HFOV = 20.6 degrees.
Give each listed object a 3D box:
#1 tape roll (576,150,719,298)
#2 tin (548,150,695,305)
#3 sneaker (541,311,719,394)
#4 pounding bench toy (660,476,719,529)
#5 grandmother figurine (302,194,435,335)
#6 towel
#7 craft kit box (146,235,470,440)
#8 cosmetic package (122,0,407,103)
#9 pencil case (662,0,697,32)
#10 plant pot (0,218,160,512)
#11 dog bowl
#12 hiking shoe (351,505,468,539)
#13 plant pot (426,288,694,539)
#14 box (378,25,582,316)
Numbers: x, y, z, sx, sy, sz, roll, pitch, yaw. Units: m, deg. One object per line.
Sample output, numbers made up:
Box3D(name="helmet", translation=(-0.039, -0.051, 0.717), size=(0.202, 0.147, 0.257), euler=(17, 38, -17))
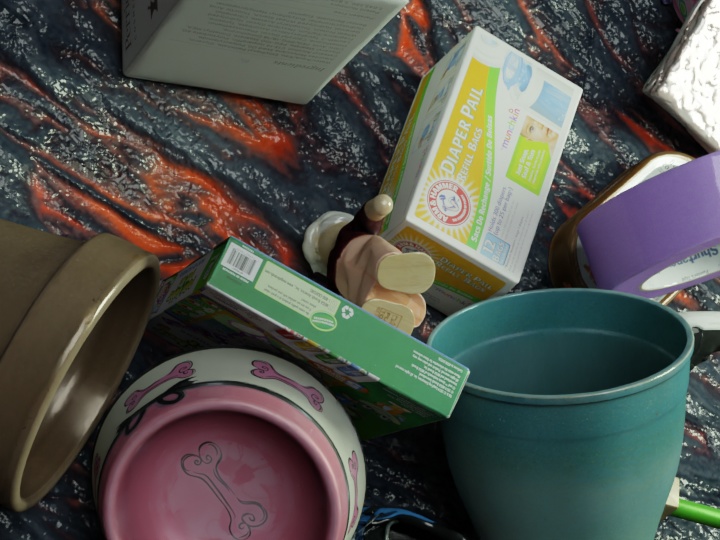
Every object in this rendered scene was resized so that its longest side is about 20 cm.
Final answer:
Box3D(name="tape roll", translation=(0.278, -0.039, 1.596), size=(0.199, 0.200, 0.066), euler=(-14, 76, -30))
Box3D(name="tin", translation=(0.245, -0.027, 1.715), size=(0.112, 0.042, 0.200), euler=(48, 58, 3))
Box3D(name="sneaker", translation=(0.231, 0.094, 1.625), size=(0.198, 0.073, 0.113), euler=(-4, 87, -5))
Box3D(name="pounding bench toy", translation=(0.312, 0.249, 1.586), size=(0.155, 0.124, 0.201), euler=(-9, 74, -29))
Box3D(name="grandmother figurine", translation=(0.000, 0.000, 1.506), size=(0.060, 0.200, 0.122), euler=(28, 97, -20))
Box3D(name="towel", translation=(0.368, -0.185, 1.785), size=(0.191, 0.032, 0.201), euler=(37, 80, -24))
Box3D(name="craft kit box", translation=(-0.046, 0.055, 1.442), size=(0.199, 0.197, 0.049), euler=(29, 74, -13))
Box3D(name="cosmetic package", translation=(-0.079, -0.251, 1.536), size=(0.164, 0.200, 0.166), euler=(7, 68, -24))
Box3D(name="pencil case", translation=(0.385, -0.256, 1.848), size=(0.199, 0.087, 0.088), euler=(-4, 72, -27))
Box3D(name="plant pot", translation=(-0.258, 0.037, 1.367), size=(0.174, 0.201, 0.201), euler=(29, 59, 6))
Box3D(name="dog bowl", translation=(-0.094, 0.158, 1.385), size=(0.198, 0.074, 0.202), euler=(0, 104, 1))
Box3D(name="hiking shoe", translation=(-0.011, 0.195, 1.471), size=(0.199, 0.087, 0.075), euler=(11, 66, -22))
Box3D(name="plant pot", translation=(0.155, 0.138, 1.499), size=(0.199, 0.200, 0.189), euler=(-18, 114, -30))
Box3D(name="box", translation=(0.088, -0.078, 1.617), size=(0.112, 0.101, 0.201), euler=(28, 61, -14))
